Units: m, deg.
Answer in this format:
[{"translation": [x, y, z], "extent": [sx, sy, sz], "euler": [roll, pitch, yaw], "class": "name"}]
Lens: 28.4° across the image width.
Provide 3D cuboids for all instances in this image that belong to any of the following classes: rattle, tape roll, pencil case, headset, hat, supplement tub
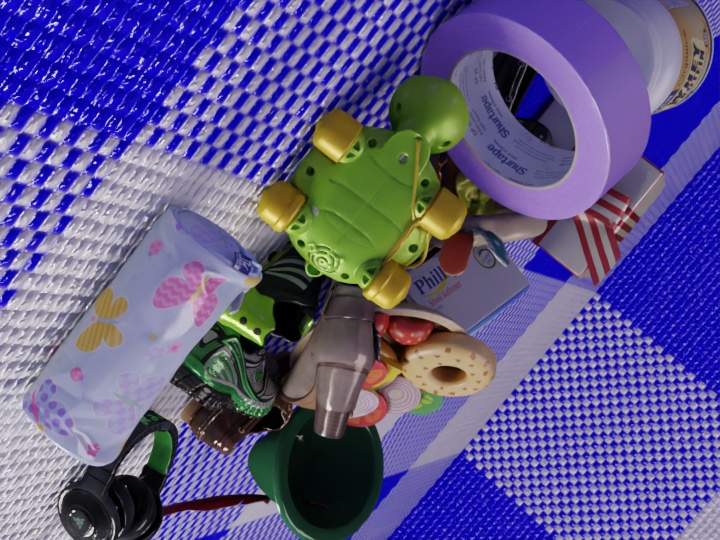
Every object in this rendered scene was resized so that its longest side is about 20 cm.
[{"translation": [0.110, -0.080, 1.345], "extent": [0.200, 0.130, 0.143], "euler": [-17, 121, -68], "class": "rattle"}, {"translation": [0.148, -0.145, 1.224], "extent": [0.066, 0.200, 0.200], "euler": [-39, 163, -32], "class": "tape roll"}, {"translation": [-0.160, 0.048, 1.047], "extent": [0.200, 0.083, 0.091], "euler": [-50, 144, 8], "class": "pencil case"}, {"translation": [-0.243, 0.217, 1.317], "extent": [0.200, 0.094, 0.123], "euler": [-64, 161, -1], "class": "headset"}, {"translation": [-0.102, 0.216, 1.594], "extent": [0.200, 0.176, 0.166], "euler": [15, 77, -47], "class": "hat"}, {"translation": [0.283, -0.232, 1.513], "extent": [0.145, 0.144, 0.200], "euler": [-56, 164, 27], "class": "supplement tub"}]

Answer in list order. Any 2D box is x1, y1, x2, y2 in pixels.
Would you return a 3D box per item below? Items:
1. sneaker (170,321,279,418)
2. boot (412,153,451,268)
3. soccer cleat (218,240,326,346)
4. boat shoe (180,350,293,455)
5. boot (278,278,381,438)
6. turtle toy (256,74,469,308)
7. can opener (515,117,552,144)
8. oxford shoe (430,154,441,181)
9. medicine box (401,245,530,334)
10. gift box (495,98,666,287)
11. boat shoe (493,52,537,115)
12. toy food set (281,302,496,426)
[{"translation": [-0.109, 0.082, 1.302], "extent": [0.085, 0.078, 0.200], "euler": [-54, 167, 2], "class": "sneaker"}, {"translation": [0.087, -0.069, 1.496], "extent": [0.200, 0.075, 0.074], "euler": [-40, 162, -34], "class": "boot"}, {"translation": [-0.066, 0.023, 1.263], "extent": [0.068, 0.081, 0.200], "euler": [-55, 167, 24], "class": "soccer cleat"}, {"translation": [-0.107, 0.142, 1.478], "extent": [0.200, 0.070, 0.070], "euler": [-27, 152, -59], "class": "boat shoe"}, {"translation": [-0.023, 0.065, 1.323], "extent": [0.200, 0.070, 0.147], "euler": [-139, -120, -72], "class": "boot"}, {"translation": [0.017, -0.074, 1.185], "extent": [0.200, 0.146, 0.101], "euler": [-51, -173, 13], "class": "turtle toy"}, {"translation": [0.135, -0.096, 1.587], "extent": [0.200, 0.063, 0.079], "euler": [-46, 166, -13], "class": "can opener"}, {"translation": [0.053, -0.084, 1.332], "extent": [0.200, 0.072, 0.071], "euler": [-56, 165, -13], "class": "oxford shoe"}, {"translation": [0.064, 0.061, 1.630], "extent": [0.182, 0.103, 0.200], "euler": [-33, 172, -47], "class": "medicine box"}, {"translation": [0.260, -0.085, 1.748], "extent": [0.200, 0.184, 0.187], "euler": [-56, 167, 5], "class": "gift box"}, {"translation": [0.180, -0.226, 1.380], "extent": [0.199, 0.066, 0.074], "euler": [-50, 165, 4], "class": "boat shoe"}, {"translation": [0.024, 0.101, 1.473], "extent": [0.200, 0.049, 0.198], "euler": [25, 135, -36], "class": "toy food set"}]
